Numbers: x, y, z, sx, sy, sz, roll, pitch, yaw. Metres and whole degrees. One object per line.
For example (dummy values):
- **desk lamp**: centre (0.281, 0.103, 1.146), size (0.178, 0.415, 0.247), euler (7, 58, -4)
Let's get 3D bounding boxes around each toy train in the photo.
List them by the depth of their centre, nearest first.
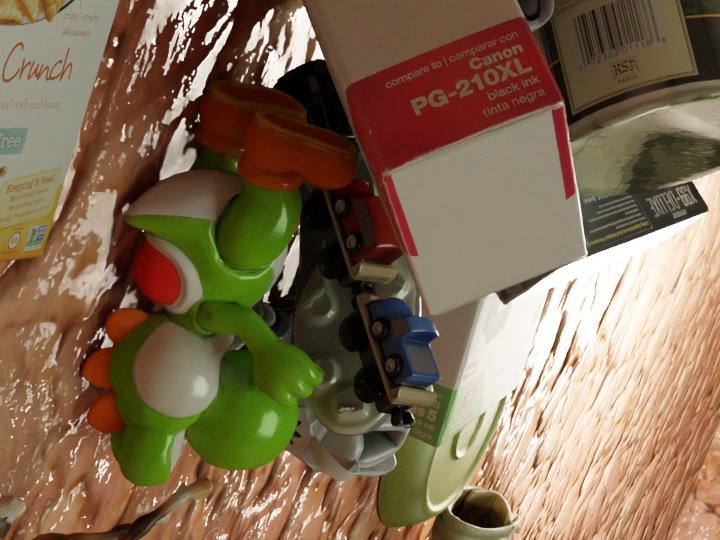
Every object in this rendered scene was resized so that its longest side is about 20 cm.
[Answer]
- **toy train**: centre (0.000, -0.018, 0.914), size (0.046, 0.201, 0.034), euler (-31, 154, 31)

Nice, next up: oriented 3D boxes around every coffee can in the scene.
- **coffee can**: centre (0.151, -0.161, 1.042), size (0.146, 0.146, 0.201), euler (39, 38, -70)

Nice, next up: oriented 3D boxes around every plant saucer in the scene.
- **plant saucer**: centre (0.076, 0.120, 1.473), size (0.200, 0.031, 0.201), euler (-51, 155, -35)

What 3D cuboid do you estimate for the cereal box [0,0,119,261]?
- **cereal box**: centre (-0.137, -0.098, 0.665), size (0.144, 0.039, 0.201), euler (-13, 124, -66)

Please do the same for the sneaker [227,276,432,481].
- **sneaker**: centre (-0.006, 0.050, 1.047), size (0.200, 0.115, 0.075), euler (-36, 156, -53)

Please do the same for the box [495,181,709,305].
- **box**: centre (0.114, -0.075, 1.122), size (0.050, 0.158, 0.200), euler (-37, 169, 36)

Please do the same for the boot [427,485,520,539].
- **boot**: centre (0.091, 0.262, 1.600), size (0.200, 0.072, 0.155), euler (1, 116, -64)

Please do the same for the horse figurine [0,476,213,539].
- **horse figurine**: centre (-0.139, 0.162, 0.908), size (0.132, 0.050, 0.200), euler (-25, 151, -24)

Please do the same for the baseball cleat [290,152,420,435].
- **baseball cleat**: centre (0.000, 0.000, 0.990), size (0.107, 0.069, 0.201), euler (74, 15, -68)

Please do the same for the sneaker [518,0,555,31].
- **sneaker**: centre (0.070, -0.201, 0.977), size (0.201, 0.108, 0.070), euler (-64, 161, -7)

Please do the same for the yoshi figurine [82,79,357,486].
- **yoshi figurine**: centre (-0.057, 0.017, 0.909), size (0.201, 0.112, 0.112), euler (-68, 167, 14)

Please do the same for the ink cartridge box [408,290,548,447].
- **ink cartridge box**: centre (0.072, -0.003, 1.241), size (0.145, 0.084, 0.201), euler (-27, 137, -60)

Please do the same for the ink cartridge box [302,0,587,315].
- **ink cartridge box**: centre (0.025, -0.104, 0.834), size (0.084, 0.201, 0.145), euler (-21, 153, 0)
